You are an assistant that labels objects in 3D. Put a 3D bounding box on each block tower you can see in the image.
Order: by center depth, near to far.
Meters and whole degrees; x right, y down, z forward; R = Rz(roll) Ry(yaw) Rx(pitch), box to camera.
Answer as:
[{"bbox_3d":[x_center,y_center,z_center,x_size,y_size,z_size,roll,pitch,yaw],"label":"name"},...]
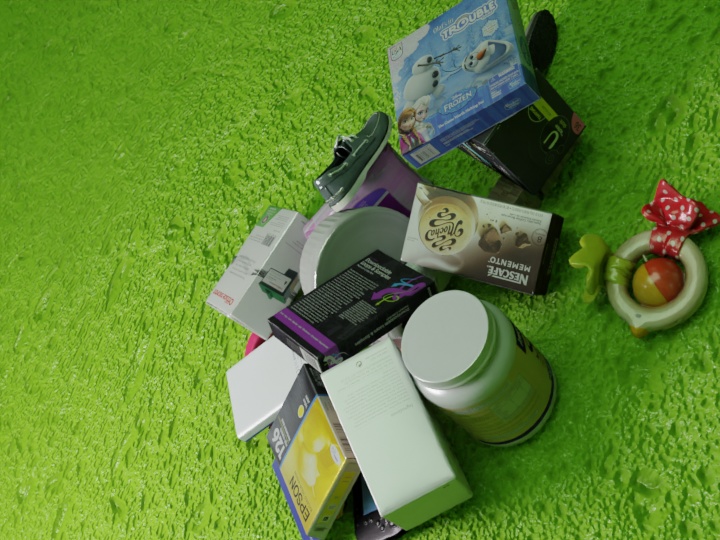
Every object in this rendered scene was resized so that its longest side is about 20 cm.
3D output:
[{"bbox_3d":[0.240,-0.129,1.555,0.058,0.054,0.201,32,88,46],"label":"block tower"}]

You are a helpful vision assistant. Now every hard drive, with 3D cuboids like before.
[{"bbox_3d":[-0.124,0.160,1.668,0.199,0.025,0.133,-37,46,22],"label":"hard drive"}]

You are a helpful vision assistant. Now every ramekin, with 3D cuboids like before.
[{"bbox_3d":[0.000,0.000,1.593,0.204,0.201,0.094,-59,31,-5],"label":"ramekin"}]

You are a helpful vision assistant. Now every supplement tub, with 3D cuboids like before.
[{"bbox_3d":[0.151,0.126,1.367,0.144,0.200,0.147,-18,53,25],"label":"supplement tub"}]

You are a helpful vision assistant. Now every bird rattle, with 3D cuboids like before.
[{"bbox_3d":[0.375,-0.004,1.361,0.198,0.113,0.165,-27,61,9],"label":"bird rattle"}]

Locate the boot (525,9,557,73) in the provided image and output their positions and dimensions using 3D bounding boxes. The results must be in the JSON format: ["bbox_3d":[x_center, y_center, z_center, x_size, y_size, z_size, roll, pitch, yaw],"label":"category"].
[{"bbox_3d":[0.222,-0.317,1.675,0.129,0.067,0.203,8,72,44],"label":"boot"}]

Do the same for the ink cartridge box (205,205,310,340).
[{"bbox_3d":[-0.153,0.001,1.761,0.201,0.084,0.146,-57,24,-6],"label":"ink cartridge box"}]

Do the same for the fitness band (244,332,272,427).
[{"bbox_3d":[-0.126,0.154,1.720,0.143,0.037,0.202,-30,48,28],"label":"fitness band"}]

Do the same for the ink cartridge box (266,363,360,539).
[{"bbox_3d":[-0.076,0.272,1.524,0.202,0.046,0.198,-62,36,24],"label":"ink cartridge box"}]

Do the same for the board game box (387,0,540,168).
[{"bbox_3d":[0.133,-0.267,1.443,0.198,0.043,0.201,-28,50,28],"label":"board game box"}]

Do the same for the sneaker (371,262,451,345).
[{"bbox_3d":[0.086,0.046,1.524,0.098,0.079,0.200,3,35,42],"label":"sneaker"}]

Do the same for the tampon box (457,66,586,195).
[{"bbox_3d":[0.187,-0.226,1.512,0.127,0.149,0.200,-53,44,3],"label":"tampon box"}]

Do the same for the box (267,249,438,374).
[{"bbox_3d":[-0.010,0.052,1.459,0.199,0.036,0.143,-33,34,-19],"label":"box"}]

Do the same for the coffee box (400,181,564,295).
[{"bbox_3d":[0.168,-0.044,1.478,0.197,0.080,0.115,16,95,21],"label":"coffee box"}]

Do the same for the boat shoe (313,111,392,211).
[{"bbox_3d":[-0.011,-0.179,1.614,0.073,0.062,0.201,-30,27,52],"label":"boat shoe"}]

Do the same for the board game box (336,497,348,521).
[{"bbox_3d":[-0.040,0.246,1.549,0.104,0.023,0.203,20,99,50],"label":"board game box"}]

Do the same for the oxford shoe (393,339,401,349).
[{"bbox_3d":[0.052,0.128,1.568,0.198,0.072,0.073,-26,31,22],"label":"oxford shoe"}]

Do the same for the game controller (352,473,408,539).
[{"bbox_3d":[0.028,0.283,1.501,0.103,0.042,0.203,-24,51,28],"label":"game controller"}]

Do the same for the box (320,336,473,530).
[{"bbox_3d":[0.049,0.214,1.385,0.105,0.152,0.202,-27,66,4],"label":"box"}]

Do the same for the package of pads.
[{"bbox_3d":[0.016,-0.093,1.677,0.200,0.120,0.076,-49,20,7],"label":"package of pads"}]
